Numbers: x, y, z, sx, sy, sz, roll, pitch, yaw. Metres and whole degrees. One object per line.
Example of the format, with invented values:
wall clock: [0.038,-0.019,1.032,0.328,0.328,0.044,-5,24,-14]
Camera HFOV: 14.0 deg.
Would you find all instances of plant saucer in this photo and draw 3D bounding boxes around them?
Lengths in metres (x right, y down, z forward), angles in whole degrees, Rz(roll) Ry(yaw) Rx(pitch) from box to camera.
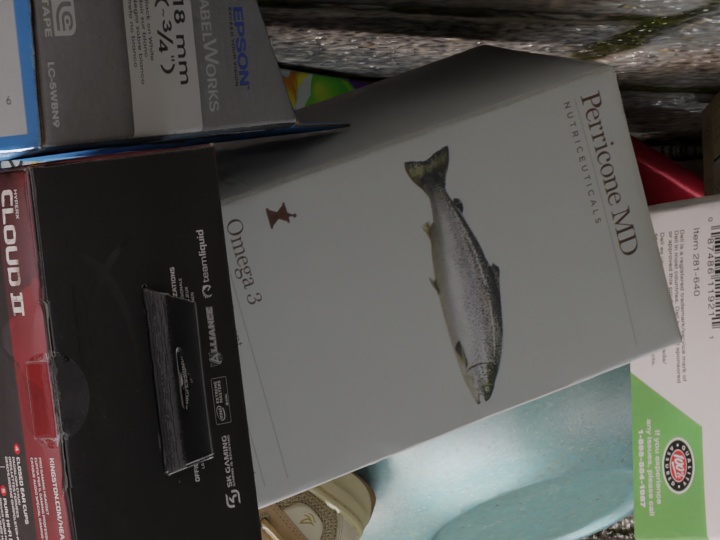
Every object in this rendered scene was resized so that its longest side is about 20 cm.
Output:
plant saucer: [0.074,0.094,1.312,0.201,0.039,0.201,-14,158,-6]

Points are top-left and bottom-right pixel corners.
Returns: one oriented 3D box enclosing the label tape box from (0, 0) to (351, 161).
label tape box: [-0.115,-0.070,1.031,0.144,0.063,0.200,-4,-177,29]

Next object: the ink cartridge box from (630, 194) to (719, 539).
ink cartridge box: [0.205,0.038,1.183,0.084,0.145,0.200,4,172,-39]

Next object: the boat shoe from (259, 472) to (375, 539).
boat shoe: [-0.080,0.079,1.212,0.200,0.065,0.071,32,153,-24]

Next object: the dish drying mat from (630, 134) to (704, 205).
dish drying mat: [0.150,-0.032,1.414,0.200,0.018,0.077,28,159,-34]

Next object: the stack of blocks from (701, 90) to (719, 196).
stack of blocks: [0.219,-0.057,1.261,0.115,0.059,0.200,-1,174,-2]

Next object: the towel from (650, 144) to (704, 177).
towel: [0.188,-0.048,1.536,0.200,0.035,0.193,-2,172,30]

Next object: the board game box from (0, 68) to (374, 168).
board game box: [-0.066,-0.030,1.258,0.103,0.105,0.200,-8,172,43]

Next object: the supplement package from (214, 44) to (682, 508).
supplement package: [0.000,0.000,1.120,0.200,0.117,0.117,-21,-166,-18]

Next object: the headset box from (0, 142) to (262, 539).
headset box: [-0.112,0.038,0.997,0.077,0.149,0.200,-9,-177,-37]
